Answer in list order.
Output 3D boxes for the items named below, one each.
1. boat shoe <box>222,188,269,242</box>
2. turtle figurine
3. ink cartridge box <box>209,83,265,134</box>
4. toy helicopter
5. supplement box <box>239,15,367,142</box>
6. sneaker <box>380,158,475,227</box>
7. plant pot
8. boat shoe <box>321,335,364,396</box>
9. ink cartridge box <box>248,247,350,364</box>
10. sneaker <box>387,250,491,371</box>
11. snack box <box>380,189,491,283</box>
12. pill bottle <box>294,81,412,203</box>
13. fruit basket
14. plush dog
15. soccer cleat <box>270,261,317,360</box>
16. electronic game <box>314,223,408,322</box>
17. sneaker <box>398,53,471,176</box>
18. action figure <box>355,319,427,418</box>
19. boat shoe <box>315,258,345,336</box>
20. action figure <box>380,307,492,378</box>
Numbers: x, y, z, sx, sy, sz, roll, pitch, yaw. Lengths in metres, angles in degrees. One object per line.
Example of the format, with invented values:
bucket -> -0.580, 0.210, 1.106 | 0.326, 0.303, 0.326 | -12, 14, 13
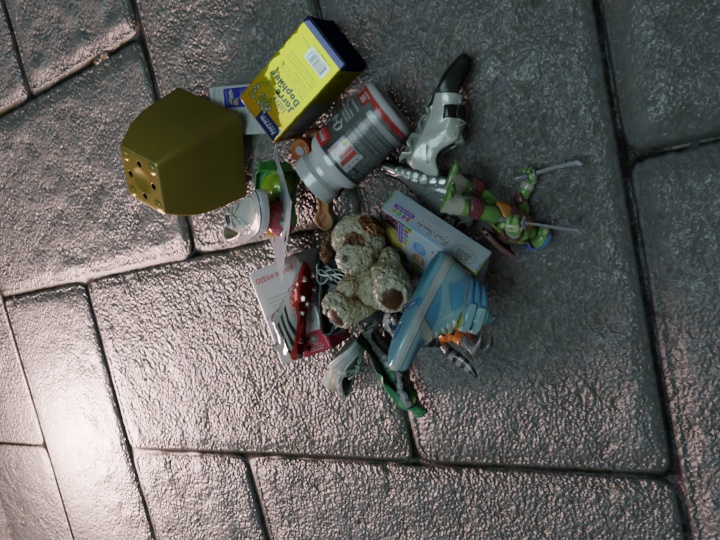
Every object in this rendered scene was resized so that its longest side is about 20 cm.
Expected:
boat shoe -> -0.222, -0.097, 1.261 | 0.199, 0.068, 0.073 | 152, 108, -65
turtle figurine -> 0.231, -0.118, 1.032 | 0.190, 0.200, 0.147 | 20, 73, -2
ink cartridge box -> -0.226, -0.330, 1.368 | 0.196, 0.039, 0.102 | 7, 107, 35
toy helicopter -> -0.059, -0.171, 1.290 | 0.129, 0.079, 0.205 | 13, 121, 22
supplement box -> -0.104, -0.343, 1.210 | 0.199, 0.109, 0.110 | -41, 87, 26
sneaker -> 0.114, -0.121, 1.170 | 0.196, 0.075, 0.118 | 21, 117, 28
plant pot -> -0.373, -0.224, 1.371 | 0.193, 0.200, 0.198 | 26, 135, 25
boat shoe -> -0.027, 0.195, 1.335 | 0.064, 0.075, 0.203 | 37, 146, 7
ink cartridge box -> -0.126, 0.073, 1.384 | 0.145, 0.085, 0.205 | -19, 91, 34
sneaker -> 0.132, 0.085, 1.036 | 0.129, 0.079, 0.203 | 30, 79, -7
snack box -> 0.124, -0.033, 1.152 | 0.198, 0.053, 0.143 | 36, 159, 19
pill bottle -> -0.015, -0.219, 1.170 | 0.199, 0.116, 0.117 | -41, 79, 15
fruit basket -> -0.154, -0.114, 1.297 | 0.202, 0.091, 0.188 | -119, 31, -45
plush dog -> 0.014, -0.017, 1.168 | 0.198, 0.160, 0.175 | -21, 99, 44
soccer cleat -> -0.135, 0.077, 1.301 | 0.083, 0.068, 0.205 | 14, 112, 20
electronic game -> 0.000, 0.000, 1.294 | 0.195, 0.041, 0.206 | 4, 100, 24
sneaker -> 0.147, -0.250, 1.101 | 0.087, 0.074, 0.203 | 29, 103, 12
action figure -> 0.067, 0.196, 1.287 | 0.054, 0.118, 0.203 | -30, 94, 24
boat shoe -> -0.048, 0.023, 1.261 | 0.073, 0.062, 0.205 | 15, 104, 21
action figure -> 0.120, 0.111, 1.153 | 0.189, 0.199, 0.107 | 16, 99, 21
